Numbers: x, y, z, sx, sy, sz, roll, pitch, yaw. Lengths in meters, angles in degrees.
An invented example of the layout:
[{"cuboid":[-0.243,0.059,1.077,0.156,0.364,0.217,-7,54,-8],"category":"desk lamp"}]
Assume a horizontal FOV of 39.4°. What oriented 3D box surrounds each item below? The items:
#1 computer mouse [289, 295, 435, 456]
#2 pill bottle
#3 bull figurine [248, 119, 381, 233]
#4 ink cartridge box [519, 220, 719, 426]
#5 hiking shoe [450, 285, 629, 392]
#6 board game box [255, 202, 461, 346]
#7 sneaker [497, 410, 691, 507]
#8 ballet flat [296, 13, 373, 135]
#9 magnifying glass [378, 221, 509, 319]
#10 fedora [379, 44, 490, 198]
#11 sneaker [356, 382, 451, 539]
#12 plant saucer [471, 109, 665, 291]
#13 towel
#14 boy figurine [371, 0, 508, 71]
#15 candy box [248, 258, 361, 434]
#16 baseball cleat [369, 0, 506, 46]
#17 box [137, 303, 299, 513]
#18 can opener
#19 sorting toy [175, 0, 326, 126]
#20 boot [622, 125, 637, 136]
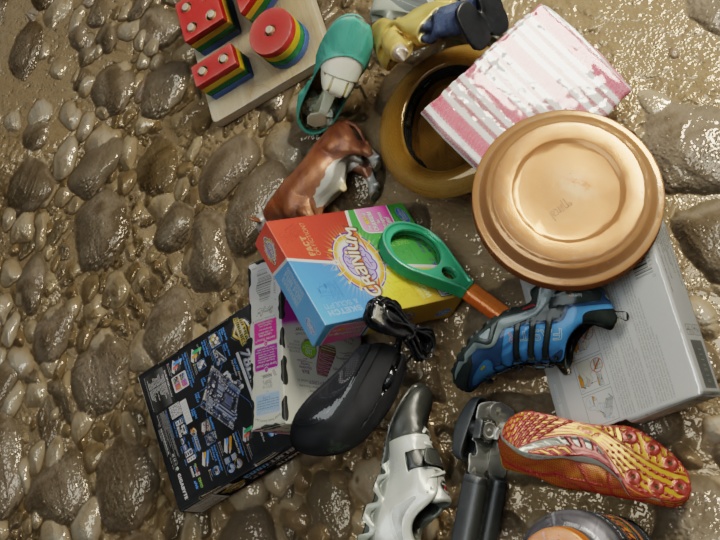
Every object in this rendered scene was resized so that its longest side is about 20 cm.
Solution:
[{"cuboid":[0.003,0.133,1.105,0.200,0.138,0.053,-50,49,1],"category":"computer mouse"},{"cuboid":[0.214,0.282,0.956,0.106,0.200,0.107,-8,73,26],"category":"pill bottle"},{"cuboid":[-0.054,-0.098,1.288,0.121,0.065,0.200,38,97,29],"category":"bull figurine"},{"cuboid":[0.271,0.066,1.079,0.173,0.043,0.201,-32,61,42],"category":"ink cartridge box"},{"cuboid":[0.182,0.079,1.074,0.200,0.074,0.087,-43,69,23],"category":"hiking shoe"},{"cuboid":[0.000,0.000,1.159,0.153,0.199,0.040,58,139,27],"category":"board game box"},{"cuboid":[0.243,0.200,1.049,0.199,0.077,0.073,16,55,17],"category":"sneaker"},{"cuboid":[-0.033,-0.233,1.260,0.200,0.067,0.071,127,150,-58],"category":"ballet flat"},{"cuboid":[0.107,0.010,1.156,0.200,0.080,0.022,38,133,11],"category":"magnifying glass"},{"cuboid":[0.119,-0.169,1.203,0.200,0.082,0.202,-12,65,26],"category":"fedora"},{"cuboid":[0.067,0.226,1.121,0.088,0.074,0.201,7,70,25],"category":"sneaker"},{"cuboid":[0.215,-0.078,1.048,0.199,0.032,0.202,-3,70,8],"category":"plant saucer"},{"cuboid":[0.185,-0.187,1.120,0.200,0.030,0.146,-42,81,-9],"category":"towel"},{"cuboid":[0.074,-0.276,1.177,0.124,0.065,0.200,-43,23,-30],"category":"boy figurine"},{"cuboid":[-0.063,0.093,1.193,0.061,0.136,0.201,-19,66,40],"category":"candy box"},{"cuboid":[0.105,-0.340,1.267,0.199,0.070,0.107,17,78,27],"category":"baseball cleat"},{"cuboid":[-0.174,0.176,1.285,0.198,0.050,0.201,-33,63,16],"category":"box"},{"cuboid":[0.126,0.241,1.113,0.067,0.053,0.201,-3,72,61],"category":"can opener"},{"cuboid":[-0.159,-0.340,1.408,0.198,0.070,0.201,-26,65,20],"category":"sorting toy"},{"cuboid":[0.221,-0.094,1.144,0.200,0.074,0.075,-46,45,2],"category":"boot"}]
